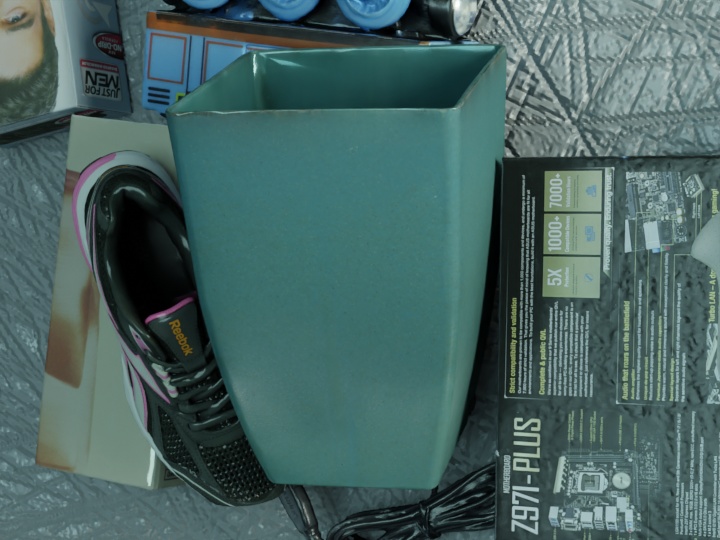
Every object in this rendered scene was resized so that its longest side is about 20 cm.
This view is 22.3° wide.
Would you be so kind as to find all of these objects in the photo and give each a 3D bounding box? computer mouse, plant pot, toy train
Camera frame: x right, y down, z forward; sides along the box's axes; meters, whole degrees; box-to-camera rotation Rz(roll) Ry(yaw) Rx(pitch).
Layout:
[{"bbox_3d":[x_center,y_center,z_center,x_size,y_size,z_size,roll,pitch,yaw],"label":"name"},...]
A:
[{"bbox_3d":[0.001,0.065,1.018,0.140,0.046,0.201,-26,88,17],"label":"computer mouse"},{"bbox_3d":[0.000,0.000,0.919,0.140,0.141,0.202,0,108,15],"label":"plant pot"},{"bbox_3d":[-0.030,-0.129,1.019,0.198,0.087,0.116,10,103,25],"label":"toy train"}]

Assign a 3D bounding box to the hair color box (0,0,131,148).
[{"bbox_3d":[-0.211,-0.185,1.124,0.098,0.060,0.202,-12,84,27],"label":"hair color box"}]

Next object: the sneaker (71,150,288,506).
[{"bbox_3d":[-0.096,0.037,0.946,0.080,0.086,0.201,-29,99,-6],"label":"sneaker"}]

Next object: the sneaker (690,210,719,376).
[{"bbox_3d":[0.207,0.053,0.807,0.080,0.070,0.202,-28,69,40],"label":"sneaker"}]

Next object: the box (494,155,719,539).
[{"bbox_3d":[0.157,0.045,0.913,0.162,0.086,0.202,0,90,26],"label":"box"}]

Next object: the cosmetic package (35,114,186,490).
[{"bbox_3d":[-0.118,0.017,1.049,0.086,0.103,0.202,8,92,26],"label":"cosmetic package"}]
